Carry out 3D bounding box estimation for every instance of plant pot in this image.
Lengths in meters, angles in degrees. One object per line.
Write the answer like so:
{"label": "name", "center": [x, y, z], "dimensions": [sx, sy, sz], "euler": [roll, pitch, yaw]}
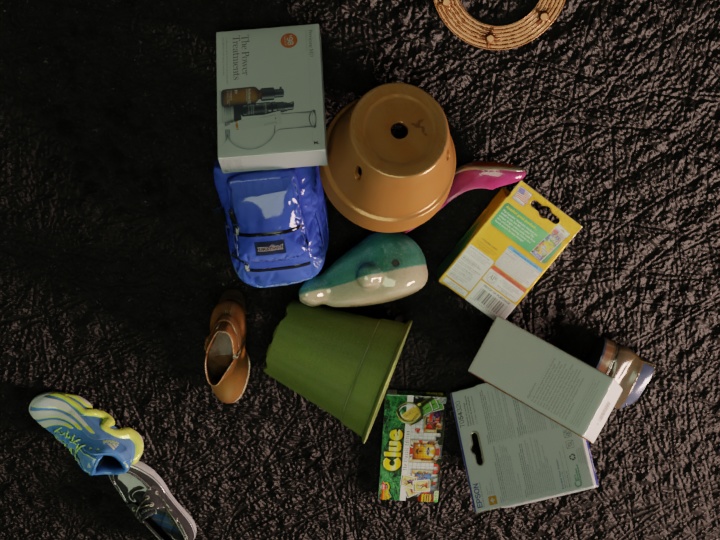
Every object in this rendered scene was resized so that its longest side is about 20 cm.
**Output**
{"label": "plant pot", "center": [0.044, -0.170, 1.566], "dimensions": [0.197, 0.140, 0.203], "euler": [2, 74, -5]}
{"label": "plant pot", "center": [-0.041, 0.134, 1.728], "dimensions": [0.188, 0.200, 0.202], "euler": [23, 111, 5]}

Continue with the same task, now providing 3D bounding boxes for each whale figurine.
{"label": "whale figurine", "center": [0.000, 0.000, 1.689], "dimensions": [0.197, 0.159, 0.105], "euler": [-11, 85, -2]}

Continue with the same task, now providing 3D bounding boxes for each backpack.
{"label": "backpack", "center": [-0.132, -0.074, 1.642], "dimensions": [0.160, 0.168, 0.202], "euler": [-3, 118, 8]}

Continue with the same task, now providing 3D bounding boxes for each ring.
{"label": "ring", "center": [0.197, -0.410, 1.582], "dimensions": [0.197, 0.019, 0.203], "euler": [0, 113, 1]}

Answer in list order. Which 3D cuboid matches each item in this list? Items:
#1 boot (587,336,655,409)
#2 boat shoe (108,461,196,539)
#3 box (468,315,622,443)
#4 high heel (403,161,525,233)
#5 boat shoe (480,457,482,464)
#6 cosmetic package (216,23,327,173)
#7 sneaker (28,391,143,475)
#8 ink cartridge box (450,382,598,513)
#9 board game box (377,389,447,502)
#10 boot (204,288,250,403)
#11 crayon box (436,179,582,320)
{"label": "boot", "center": [0.395, 0.213, 1.805], "dimensions": [0.096, 0.075, 0.202], "euler": [18, 109, -4]}
{"label": "boat shoe", "center": [-0.351, 0.399, 1.884], "dimensions": [0.069, 0.066, 0.201], "euler": [-31, 109, 12]}
{"label": "box", "center": [0.280, 0.165, 1.702], "dimensions": [0.199, 0.124, 0.098], "euler": [29, 88, 23]}
{"label": "high heel", "center": [0.148, -0.108, 1.673], "dimensions": [0.197, 0.067, 0.097], "euler": [-4, 103, 7]}
{"label": "boat shoe", "center": [0.272, 0.267, 1.835], "dimensions": [0.073, 0.063, 0.202], "euler": [36, 106, -11]}
{"label": "cosmetic package", "center": [-0.124, -0.241, 1.570], "dimensions": [0.148, 0.052, 0.203], "euler": [-4, 69, 0]}
{"label": "sneaker", "center": [-0.445, 0.266, 1.809], "dimensions": [0.198, 0.105, 0.076], "euler": [24, 110, -10]}
{"label": "ink cartridge box", "center": [0.257, 0.266, 1.780], "dimensions": [0.198, 0.043, 0.199], "euler": [-16, 73, 19]}
{"label": "board game box", "center": [0.085, 0.292, 1.866], "dimensions": [0.103, 0.024, 0.203], "euler": [3, 112, 1]}
{"label": "boot", "center": [-0.212, 0.143, 1.732], "dimensions": [0.073, 0.155, 0.203], "euler": [1, 112, -1]}
{"label": "crayon box", "center": [0.225, -0.033, 1.717], "dimensions": [0.125, 0.052, 0.201], "euler": [34, 109, -13]}
